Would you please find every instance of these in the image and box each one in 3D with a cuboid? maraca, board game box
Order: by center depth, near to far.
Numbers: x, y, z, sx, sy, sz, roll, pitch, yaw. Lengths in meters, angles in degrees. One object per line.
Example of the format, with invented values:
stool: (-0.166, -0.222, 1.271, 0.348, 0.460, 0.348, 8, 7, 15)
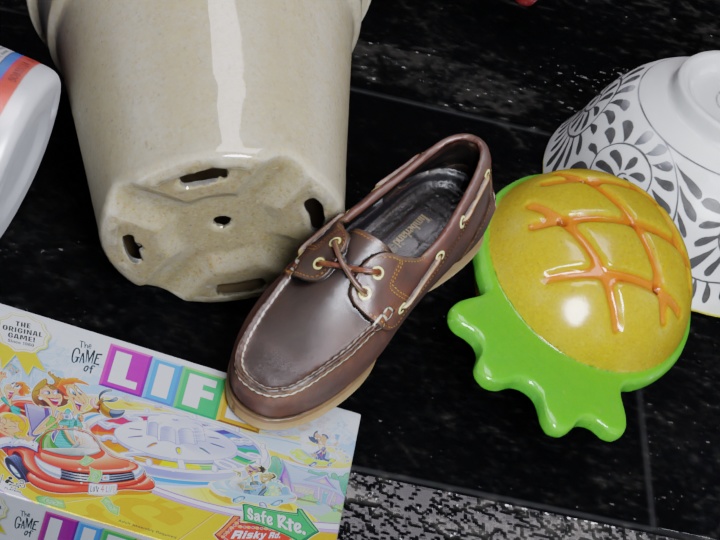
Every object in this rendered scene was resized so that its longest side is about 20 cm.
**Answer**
board game box: (-0.107, 0.099, 1.469, 0.200, 0.034, 0.135, 17, 38, -5)
maraca: (0.117, 0.017, 1.604, 0.137, 0.107, 0.200, 33, 41, -1)

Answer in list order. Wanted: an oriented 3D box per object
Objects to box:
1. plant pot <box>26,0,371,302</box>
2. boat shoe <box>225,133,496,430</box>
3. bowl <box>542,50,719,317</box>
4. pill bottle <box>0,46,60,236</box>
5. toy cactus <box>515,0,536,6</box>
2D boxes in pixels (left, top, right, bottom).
plant pot: (-0.083, -0.092, 1.599, 0.200, 0.201, 0.184, 7, 52, -17)
boat shoe: (0.000, 0.000, 1.519, 0.070, 0.070, 0.200, 33, 56, 15)
bowl: (0.220, -0.071, 1.765, 0.200, 0.094, 0.201, 12, 40, -10)
pill bottle: (-0.272, -0.095, 1.560, 0.200, 0.112, 0.112, 24, 39, 2)
toy cactus: (0.047, -0.227, 1.894, 0.165, 0.102, 0.200, -36, 66, -25)
